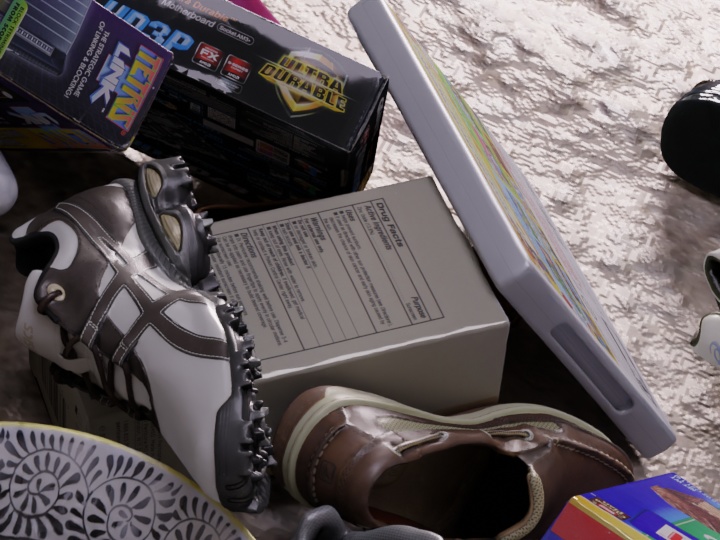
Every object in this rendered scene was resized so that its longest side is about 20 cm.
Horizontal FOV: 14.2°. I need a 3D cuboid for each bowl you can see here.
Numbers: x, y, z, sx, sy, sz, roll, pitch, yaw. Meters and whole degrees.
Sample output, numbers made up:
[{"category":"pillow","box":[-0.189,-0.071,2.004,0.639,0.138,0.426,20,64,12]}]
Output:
[{"category":"bowl","box":[-0.132,0.163,1.132,0.200,0.094,0.201,13,38,-11]}]

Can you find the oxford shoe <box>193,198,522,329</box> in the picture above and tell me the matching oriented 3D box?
[{"category":"oxford shoe","box":[0.000,0.000,1.410,0.199,0.071,0.071,1,40,-28]}]

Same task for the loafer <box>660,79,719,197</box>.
[{"category":"loafer","box":[0.268,-0.056,1.605,0.199,0.073,0.072,28,34,6]}]

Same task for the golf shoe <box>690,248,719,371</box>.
[{"category":"golf shoe","box":[0.228,-0.005,1.475,0.097,0.079,0.200,21,37,7]}]

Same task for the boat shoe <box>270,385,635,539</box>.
[{"category":"boat shoe","box":[0.055,0.101,1.282,0.202,0.075,0.075,7,15,-39]}]

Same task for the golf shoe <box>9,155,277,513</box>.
[{"category":"golf shoe","box":[-0.092,0.037,1.206,0.094,0.078,0.200,-13,38,-10]}]

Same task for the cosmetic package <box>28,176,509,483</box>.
[{"category":"cosmetic package","box":[-0.043,0.033,1.310,0.199,0.071,0.105,-11,48,-16]}]

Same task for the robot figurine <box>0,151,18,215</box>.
[{"category":"robot figurine","box":[-0.234,-0.015,1.278,0.169,0.113,0.200,-32,51,2]}]

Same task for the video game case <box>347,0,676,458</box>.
[{"category":"video game case","box":[0.074,-0.021,1.416,0.182,0.023,0.200,47,13,-49]}]

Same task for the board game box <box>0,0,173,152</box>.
[{"category":"board game box","box":[-0.204,-0.117,1.319,0.165,0.057,0.200,32,-14,-31]}]

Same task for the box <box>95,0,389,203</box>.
[{"category":"box","box":[-0.087,-0.093,1.411,0.199,0.159,0.046,25,75,4]}]

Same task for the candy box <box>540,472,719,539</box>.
[{"category":"candy box","box":[0.159,0.163,1.218,0.169,0.077,0.200,34,10,15]}]

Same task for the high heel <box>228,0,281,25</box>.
[{"category":"high heel","box":[-0.059,-0.142,1.494,0.200,0.067,0.096,29,68,-24]}]

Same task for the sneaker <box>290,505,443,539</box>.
[{"category":"sneaker","box":[0.025,0.175,1.174,0.075,0.116,0.200,-19,53,-40]}]
